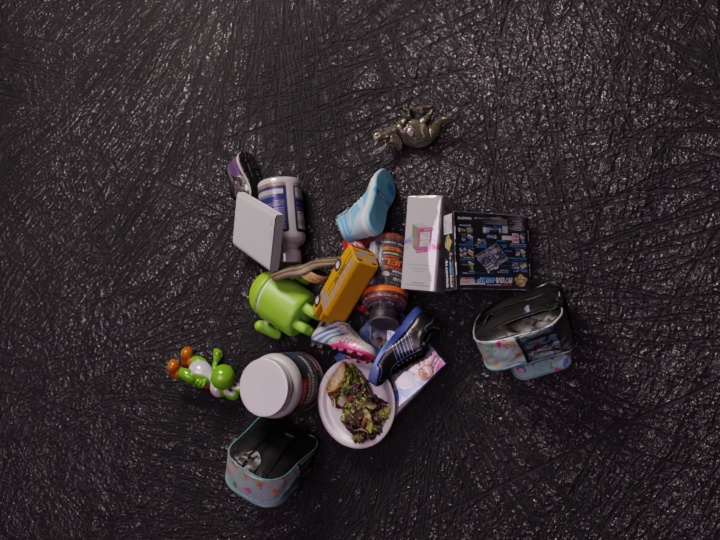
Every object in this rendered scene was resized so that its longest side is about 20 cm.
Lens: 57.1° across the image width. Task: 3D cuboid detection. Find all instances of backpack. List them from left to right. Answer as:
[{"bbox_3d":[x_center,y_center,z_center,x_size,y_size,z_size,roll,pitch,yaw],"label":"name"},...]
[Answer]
[{"bbox_3d":[-0.216,0.448,1.527,0.173,0.199,0.157,25,110,18],"label":"backpack"},{"bbox_3d":[0.334,0.129,1.357,0.195,0.178,0.154,-17,110,19],"label":"backpack"}]

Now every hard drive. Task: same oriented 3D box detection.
[{"bbox_3d":[-0.246,-0.095,1.573,0.199,0.026,0.136,31,118,49],"label":"hard drive"}]

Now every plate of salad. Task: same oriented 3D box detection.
[{"bbox_3d":[-0.015,0.302,1.501,0.195,0.048,0.207,-1,86,24],"label":"plate of salad"}]

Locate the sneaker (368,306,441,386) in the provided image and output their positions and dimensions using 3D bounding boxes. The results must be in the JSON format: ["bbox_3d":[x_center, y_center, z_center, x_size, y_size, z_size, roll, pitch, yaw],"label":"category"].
[{"bbox_3d":[0.098,0.179,1.447,0.077,0.070,0.202,35,88,25],"label":"sneaker"}]

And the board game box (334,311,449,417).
[{"bbox_3d":[0.069,0.206,1.522,0.199,0.043,0.201,-47,71,12],"label":"board game box"}]

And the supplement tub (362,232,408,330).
[{"bbox_3d":[0.057,0.026,1.476,0.104,0.107,0.205,-7,61,19],"label":"supplement tub"}]

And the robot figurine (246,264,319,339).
[{"bbox_3d":[-0.185,0.078,1.589,0.197,0.115,0.178,30,90,20],"label":"robot figurine"}]

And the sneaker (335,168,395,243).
[{"bbox_3d":[0.005,-0.148,1.533,0.129,0.080,0.203,-20,34,37],"label":"sneaker"}]

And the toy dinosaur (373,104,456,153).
[{"bbox_3d":[0.130,-0.327,1.539,0.194,0.077,0.106,1,97,16],"label":"toy dinosaur"}]

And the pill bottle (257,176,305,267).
[{"bbox_3d":[-0.190,-0.116,1.610,0.108,0.111,0.206,-8,82,19],"label":"pill bottle"}]

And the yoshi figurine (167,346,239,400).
[{"bbox_3d":[-0.382,0.253,1.657,0.196,0.112,0.115,21,86,18],"label":"yoshi figurine"}]

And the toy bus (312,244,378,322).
[{"bbox_3d":[-0.036,0.039,1.462,0.202,0.064,0.079,-59,32,29],"label":"toy bus"}]

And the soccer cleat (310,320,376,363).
[{"bbox_3d":[-0.036,0.152,1.509,0.197,0.070,0.088,6,64,42],"label":"soccer cleat"}]

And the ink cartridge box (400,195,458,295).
[{"bbox_3d":[0.155,-0.054,1.457,0.082,0.144,0.206,5,87,23],"label":"ink cartridge box"}]

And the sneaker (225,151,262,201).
[{"bbox_3d":[-0.287,-0.191,1.687,0.087,0.075,0.205,-26,76,37],"label":"sneaker"}]

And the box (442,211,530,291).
[{"bbox_3d":[0.269,-0.037,1.400,0.195,0.046,0.164,1,84,-25],"label":"box"}]

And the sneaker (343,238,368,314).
[{"bbox_3d":[0.000,0.000,1.543,0.075,0.085,0.206,-17,80,17],"label":"sneaker"}]

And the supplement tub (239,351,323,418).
[{"bbox_3d":[-0.178,0.262,1.527,0.136,0.199,0.145,-2,85,20],"label":"supplement tub"}]

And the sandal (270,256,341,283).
[{"bbox_3d":[-0.111,0.006,1.526,0.195,0.080,0.056,-14,95,10],"label":"sandal"}]
